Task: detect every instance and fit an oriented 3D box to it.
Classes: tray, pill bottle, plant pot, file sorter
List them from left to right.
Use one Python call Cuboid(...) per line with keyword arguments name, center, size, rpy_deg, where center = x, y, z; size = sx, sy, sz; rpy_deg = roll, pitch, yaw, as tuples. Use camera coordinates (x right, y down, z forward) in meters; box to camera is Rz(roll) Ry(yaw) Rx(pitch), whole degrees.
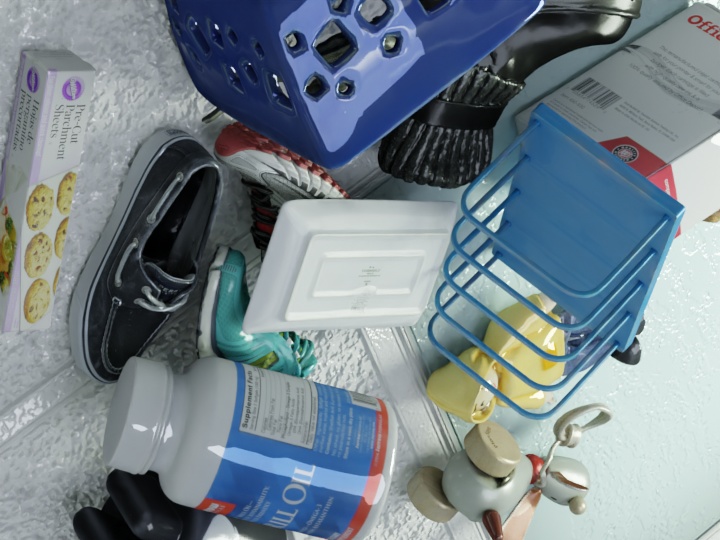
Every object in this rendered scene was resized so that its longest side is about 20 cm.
Cuboid(name="pill bottle", center=(-0.082, 0.127, 1.686), size=(0.199, 0.112, 0.113), rpy_deg=(15, 108, -14))
Cuboid(name="plant pot", center=(-0.028, -0.214, 1.549), size=(0.200, 0.200, 0.180), rpy_deg=(-39, 126, -14))
Cuboid(name="tray", center=(0.000, 0.000, 1.719), size=(0.200, 0.022, 0.108), rpy_deg=(-1, 117, -49))
Cuboid(name="file sorter", center=(0.141, 0.002, 1.780), size=(0.123, 0.139, 0.200), rpy_deg=(-43, 161, -28))

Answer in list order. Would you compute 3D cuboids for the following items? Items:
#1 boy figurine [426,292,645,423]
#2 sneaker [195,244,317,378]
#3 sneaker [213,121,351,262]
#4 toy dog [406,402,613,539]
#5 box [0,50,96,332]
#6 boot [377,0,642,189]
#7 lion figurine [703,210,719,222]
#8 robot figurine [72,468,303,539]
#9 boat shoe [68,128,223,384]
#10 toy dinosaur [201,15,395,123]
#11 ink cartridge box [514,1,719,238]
Cuboid(name="boy figurine", center=(0.146, 0.069, 1.944), size=(0.200, 0.064, 0.125), rpy_deg=(-19, 131, -31))
Cuboid(name="sneaker", center=(-0.073, 0.055, 1.741), size=(0.200, 0.079, 0.078), rpy_deg=(72, 26, -46))
Cuboid(name="sneaker", center=(-0.048, -0.038, 1.717), size=(0.082, 0.078, 0.200), rpy_deg=(-48, 134, -2))
Cuboid(name="toy dog", center=(0.140, 0.194, 1.980), size=(0.199, 0.097, 0.132), rpy_deg=(-6, 145, -32))
Cuboid(name="box", center=(-0.225, -0.053, 1.596), size=(0.041, 0.039, 0.201), rpy_deg=(-4, 118, -38))
Cuboid(name="boot", center=(0.113, -0.147, 1.772), size=(0.210, 0.079, 0.158), rpy_deg=(-3, 111, -25))
Cuboid(name="lion figurine", center=(0.334, -0.103, 1.939), size=(0.200, 0.123, 0.072), rpy_deg=(-45, 173, 5))
Cuboid(name="robot figurine", center=(-0.129, 0.220, 1.782), size=(0.200, 0.150, 0.125), rpy_deg=(30, 53, -44))
Cuboid(name="boat shoe", center=(-0.150, 0.000, 1.666), size=(0.072, 0.068, 0.201), rpy_deg=(11, 109, -41))
Cuboid(name="toy dinosaur", center=(-0.018, -0.149, 1.672), size=(0.199, 0.048, 0.088), rpy_deg=(-22, 174, 8))
Cuboid(name="ink cartridge box", center=(0.249, -0.114, 1.853), size=(0.200, 0.147, 0.083), rpy_deg=(-32, 133, -18))
